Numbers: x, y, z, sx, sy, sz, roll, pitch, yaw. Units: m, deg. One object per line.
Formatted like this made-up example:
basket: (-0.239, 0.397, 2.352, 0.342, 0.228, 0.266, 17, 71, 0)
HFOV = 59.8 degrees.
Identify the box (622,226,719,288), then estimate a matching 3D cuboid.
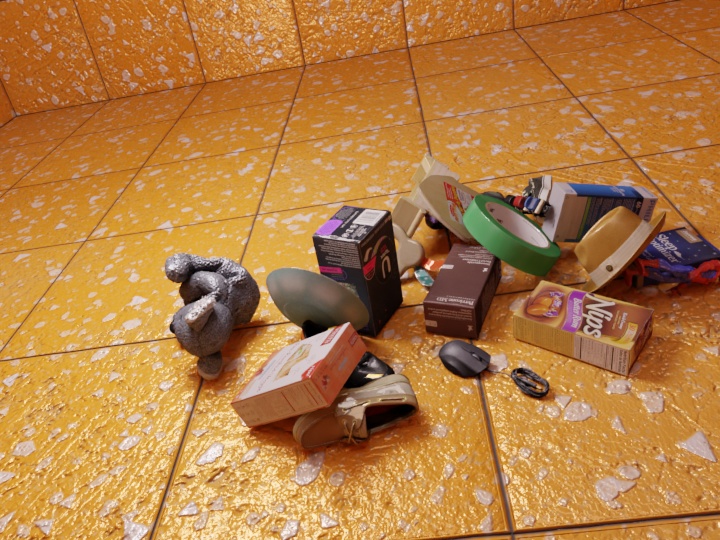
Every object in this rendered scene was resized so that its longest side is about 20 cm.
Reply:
box: (0.584, -0.030, 1.182, 0.195, 0.033, 0.122, -12, 32, -3)

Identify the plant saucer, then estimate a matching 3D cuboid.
plant saucer: (-0.083, 0.069, 1.102, 0.197, 0.202, 0.039, 7, 57, 26)

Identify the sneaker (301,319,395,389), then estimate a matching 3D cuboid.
sneaker: (-0.029, 0.142, 1.049, 0.197, 0.092, 0.070, 15, 41, 39)

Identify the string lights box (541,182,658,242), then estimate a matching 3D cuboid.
string lights box: (0.469, -0.110, 1.231, 0.195, 0.105, 0.059, 2, 29, -10)

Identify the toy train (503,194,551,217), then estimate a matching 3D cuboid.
toy train: (0.339, -0.137, 1.291, 0.045, 0.035, 0.200, 29, 5, -10)

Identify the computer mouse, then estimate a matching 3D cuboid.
computer mouse: (0.211, 0.154, 1.009, 0.197, 0.035, 0.058, 15, 39, 35)

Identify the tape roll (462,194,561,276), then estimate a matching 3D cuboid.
tape roll: (0.293, -0.070, 1.218, 0.197, 0.049, 0.202, 24, 27, -13)

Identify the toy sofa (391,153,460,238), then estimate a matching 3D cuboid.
toy sofa: (0.140, -0.157, 1.368, 0.096, 0.083, 0.201, 30, 45, -1)

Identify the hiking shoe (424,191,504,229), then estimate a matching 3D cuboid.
hiking shoe: (0.243, -0.127, 1.399, 0.195, 0.077, 0.101, -13, 28, -5)

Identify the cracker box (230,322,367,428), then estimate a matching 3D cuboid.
cracker box: (-0.098, 0.166, 0.985, 0.198, 0.058, 0.134, -24, 18, 38)

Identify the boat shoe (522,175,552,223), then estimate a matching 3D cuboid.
boat shoe: (0.398, -0.160, 1.415, 0.062, 0.072, 0.201, 2, 26, 18)

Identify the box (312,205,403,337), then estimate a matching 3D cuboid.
box: (0.000, 0.000, 1.157, 0.104, 0.204, 0.122, 10, 37, 30)

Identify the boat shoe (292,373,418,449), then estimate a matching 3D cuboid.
boat shoe: (-0.005, 0.219, 0.937, 0.196, 0.075, 0.067, -23, 36, -10)

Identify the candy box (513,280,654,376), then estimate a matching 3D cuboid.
candy box: (0.368, 0.089, 1.040, 0.197, 0.058, 0.116, 18, 41, 36)

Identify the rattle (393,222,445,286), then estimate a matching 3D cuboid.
rattle: (0.089, -0.022, 1.320, 0.195, 0.143, 0.133, 11, 72, 14)

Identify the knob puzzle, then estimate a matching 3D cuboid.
knob puzzle: (0.194, -0.124, 1.289, 0.216, 0.031, 0.223, 23, 39, -20)

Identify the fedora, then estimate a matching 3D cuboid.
fedora: (0.440, -0.048, 1.100, 0.082, 0.202, 0.200, 43, 52, 10)

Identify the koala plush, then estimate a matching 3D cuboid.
koala plush: (-0.279, 0.083, 1.155, 0.179, 0.181, 0.201, -1, 27, -4)

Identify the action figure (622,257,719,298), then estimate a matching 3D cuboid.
action figure: (0.559, 0.009, 1.087, 0.195, 0.066, 0.053, -1, 58, -11)

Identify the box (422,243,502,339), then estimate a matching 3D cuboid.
box: (0.194, 0.033, 1.168, 0.098, 0.076, 0.201, 5, 37, 24)
